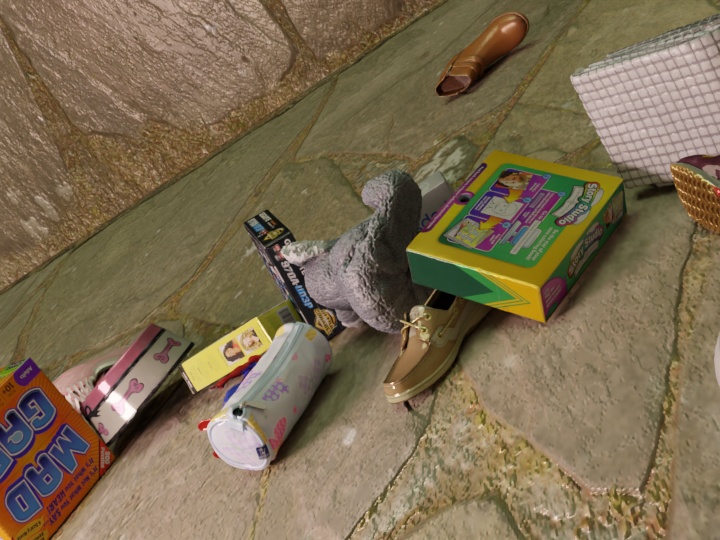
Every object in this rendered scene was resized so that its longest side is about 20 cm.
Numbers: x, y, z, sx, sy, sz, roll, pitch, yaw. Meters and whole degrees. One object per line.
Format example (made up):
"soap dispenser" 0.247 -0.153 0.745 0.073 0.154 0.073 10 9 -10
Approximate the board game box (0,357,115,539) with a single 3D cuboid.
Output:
"board game box" -0.524 0.280 1.577 0.200 0.200 0.200 -19 24 40

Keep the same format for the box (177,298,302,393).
"box" -0.169 0.108 1.544 0.200 0.050 0.075 -32 -1 40

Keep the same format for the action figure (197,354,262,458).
"action figure" -0.152 0.162 1.410 0.052 0.066 0.200 -25 15 26

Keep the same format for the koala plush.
"koala plush" 0.000 0.000 1.397 0.200 0.177 0.184 -10 41 46

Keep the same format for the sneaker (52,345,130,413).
"sneaker" -0.461 0.200 1.867 0.200 0.075 0.105 -31 13 2

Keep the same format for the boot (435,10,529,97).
"boot" 0.240 -0.420 2.173 0.200 0.074 0.155 -36 12 43

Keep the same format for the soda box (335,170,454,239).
"soda box" 0.053 -0.059 1.601 0.200 0.068 0.063 -33 18 8

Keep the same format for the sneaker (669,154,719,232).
"sneaker" 0.386 -0.083 1.070 0.090 0.075 0.200 -30 23 -9

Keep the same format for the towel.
"towel" 0.355 -0.182 1.210 0.200 0.166 0.086 -10 27 51

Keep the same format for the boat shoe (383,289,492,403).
"boat shoe" 0.078 0.066 1.241 0.074 0.066 0.200 -15 27 48

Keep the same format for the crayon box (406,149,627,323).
"crayon box" 0.179 -0.044 1.243 0.172 0.058 0.200 18 50 33

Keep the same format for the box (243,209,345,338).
"box" -0.098 0.005 1.564 0.046 0.159 0.200 -30 17 -7

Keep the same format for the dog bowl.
"dog bowl" -0.340 0.164 1.648 0.200 0.074 0.200 -50 5 5

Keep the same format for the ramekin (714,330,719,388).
"ramekin" 0.334 0.060 0.731 0.200 0.105 0.200 -32 18 11

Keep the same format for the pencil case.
"pencil case" -0.107 0.148 1.328 0.083 0.091 0.200 2 33 27
